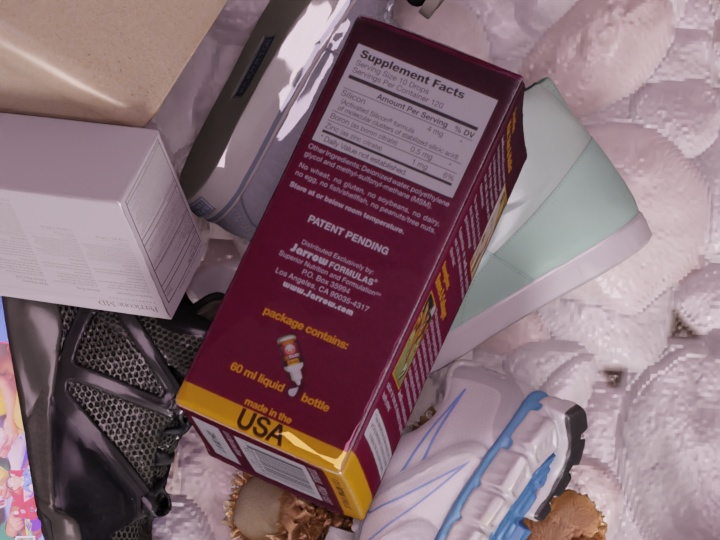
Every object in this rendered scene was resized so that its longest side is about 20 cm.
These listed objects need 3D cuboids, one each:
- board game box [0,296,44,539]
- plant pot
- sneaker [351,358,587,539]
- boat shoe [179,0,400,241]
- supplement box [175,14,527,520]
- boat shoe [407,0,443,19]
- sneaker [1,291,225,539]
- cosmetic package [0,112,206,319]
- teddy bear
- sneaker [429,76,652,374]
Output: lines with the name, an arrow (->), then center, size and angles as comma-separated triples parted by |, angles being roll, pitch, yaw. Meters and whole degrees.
board game box -> -0.182, 0.047, 1.322 | 0.134, 0.045, 0.201 | 4, 87, -1
plant pot -> -0.158, -0.150, 1.248 | 0.177, 0.200, 0.200 | 36, 66, -10
sneaker -> 0.021, 0.130, 1.260 | 0.087, 0.075, 0.200 | 32, 81, 28
boat shoe -> -0.016, -0.103, 1.331 | 0.071, 0.070, 0.201 | 34, 81, -23
supplement box -> 0.000, 0.000, 1.215 | 0.085, 0.110, 0.201 | 22, 77, 10
boat shoe -> 0.045, -0.212, 1.298 | 0.066, 0.075, 0.200 | 27, 63, -8
sneaker -> -0.101, 0.080, 1.261 | 0.114, 0.076, 0.200 | -10, 82, 4
cosmetic package -> -0.177, -0.032, 1.228 | 0.199, 0.083, 0.051 | 8, 50, 23
teddy bear -> 0.026, 0.147, 1.318 | 0.199, 0.067, 0.146 | -15, 78, 5
sneaker -> 0.033, -0.017, 1.314 | 0.200, 0.074, 0.118 | -31, 94, -12
